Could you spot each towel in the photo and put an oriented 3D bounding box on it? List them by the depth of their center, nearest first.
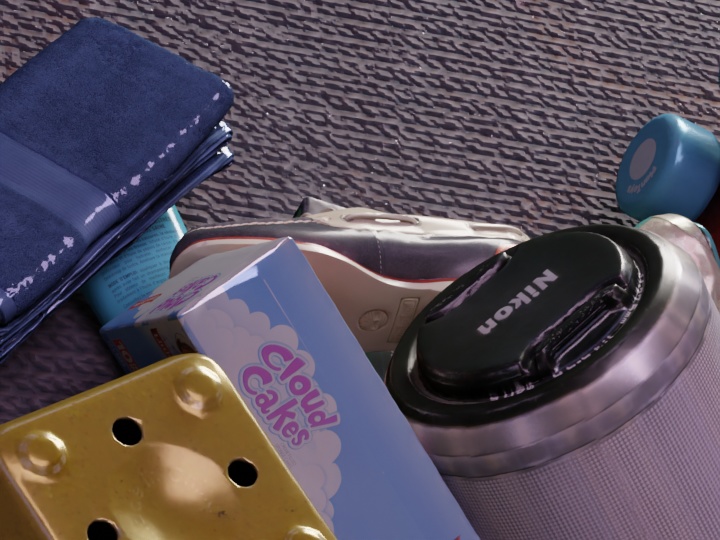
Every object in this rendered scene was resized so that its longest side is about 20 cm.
[{"bbox_3d":[-0.158,-0.039,1.402,0.111,0.049,0.200,31,56,22],"label":"towel"}]

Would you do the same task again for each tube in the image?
[{"bbox_3d":[-0.100,0.016,1.416,0.077,0.050,0.200,-14,59,-30],"label":"tube"}]

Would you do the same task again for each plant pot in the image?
[{"bbox_3d":[-0.109,0.147,1.209,0.194,0.200,0.196,-21,69,-37],"label":"plant pot"}]

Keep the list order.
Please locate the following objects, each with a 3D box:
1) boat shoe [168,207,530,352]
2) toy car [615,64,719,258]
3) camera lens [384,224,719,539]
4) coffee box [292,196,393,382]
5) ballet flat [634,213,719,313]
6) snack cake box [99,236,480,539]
[{"bbox_3d":[0.000,0.000,1.402,0.199,0.071,0.063,5,45,-18],"label":"boat shoe"},{"bbox_3d":[0.254,-0.003,1.505,0.184,0.177,0.200,25,38,-23],"label":"toy car"},{"bbox_3d":[0.114,0.092,1.340,0.200,0.159,0.160,61,42,-26],"label":"camera lens"},{"bbox_3d":[0.051,0.045,1.470,0.199,0.044,0.123,19,50,-13],"label":"coffee box"},{"bbox_3d":[0.174,0.070,1.476,0.062,0.067,0.201,-22,89,-34],"label":"ballet flat"},{"bbox_3d":[-0.024,0.088,1.300,0.067,0.115,0.200,-35,99,-20],"label":"snack cake box"}]
